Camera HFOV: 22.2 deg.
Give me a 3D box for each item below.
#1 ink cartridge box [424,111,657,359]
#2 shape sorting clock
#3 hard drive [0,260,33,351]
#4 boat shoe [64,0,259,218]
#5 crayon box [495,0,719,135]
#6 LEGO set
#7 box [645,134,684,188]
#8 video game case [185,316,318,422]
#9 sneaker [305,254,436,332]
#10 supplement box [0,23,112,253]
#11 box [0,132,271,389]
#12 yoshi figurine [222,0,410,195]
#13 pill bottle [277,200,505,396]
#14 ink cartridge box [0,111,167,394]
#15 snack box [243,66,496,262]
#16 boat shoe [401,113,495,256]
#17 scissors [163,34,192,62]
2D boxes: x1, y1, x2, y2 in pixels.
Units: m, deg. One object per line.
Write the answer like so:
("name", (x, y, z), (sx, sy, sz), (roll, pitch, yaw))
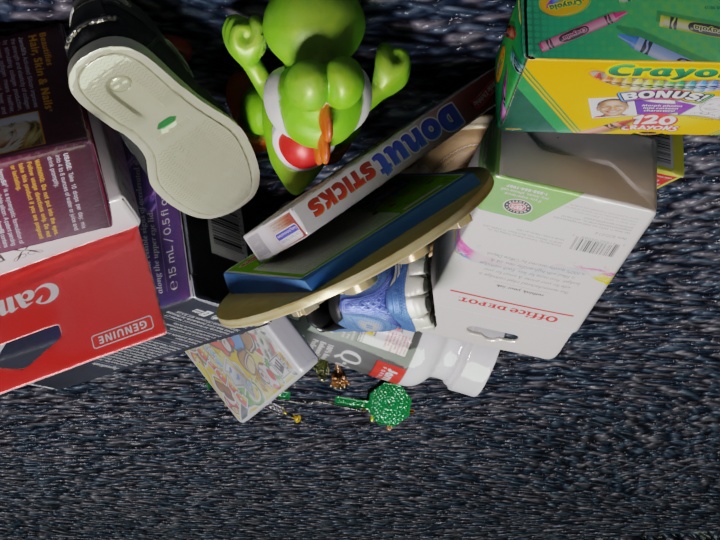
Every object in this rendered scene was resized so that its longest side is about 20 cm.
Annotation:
("ink cartridge box", (0.119, -0.022, 1.298), (0.117, 0.067, 0.200), (12, 144, -10))
("shape sorting clock", (-0.003, -0.014, 1.192), (0.200, 0.039, 0.200), (-25, -164, 7))
("hard drive", (-0.308, -0.012, 1.286), (0.200, 0.132, 0.025), (17, 159, 30))
("boat shoe", (-0.123, -0.103, 1.170), (0.072, 0.068, 0.200), (-28, 142, 8))
("crayon box", (0.191, -0.133, 1.154), (0.200, 0.058, 0.119), (1, 163, -4))
("LEGO set", (-0.035, 0.060, 1.601), (0.200, 0.154, 0.116), (1, -179, -2))
("box", (0.153, -0.067, 1.377), (0.075, 0.050, 0.200), (11, 159, -28))
("video game case", (-0.126, 0.020, 1.455), (0.023, 0.200, 0.182), (-38, 178, -25))
("sneaker", (0.000, 0.000, 1.311), (0.089, 0.079, 0.200), (-6, -172, -3))
("supplement box", (-0.266, -0.068, 1.148), (0.200, 0.110, 0.086), (-14, 142, -8))
("box", (-0.180, -0.012, 1.313), (0.200, 0.148, 0.104), (-19, 160, 24))
("yoshi figurine", (-0.031, -0.127, 1.151), (0.112, 0.112, 0.200), (-41, -177, -10))
("pill bottle", (0.014, 0.027, 1.485), (0.200, 0.116, 0.116), (19, 160, -5))
("ink cartridge box", (-0.242, -0.008, 1.213), (0.200, 0.176, 0.045), (-20, 150, 3))
("snack box", (0.014, -0.072, 1.206), (0.200, 0.024, 0.072), (-36, -176, -31))
("boat shoe", (0.071, -0.058, 1.371), (0.074, 0.069, 0.200), (4, 162, -14))
("scissors", (-0.162, -0.123, 1.257), (0.073, 0.014, 0.200), (1, 164, -13))
